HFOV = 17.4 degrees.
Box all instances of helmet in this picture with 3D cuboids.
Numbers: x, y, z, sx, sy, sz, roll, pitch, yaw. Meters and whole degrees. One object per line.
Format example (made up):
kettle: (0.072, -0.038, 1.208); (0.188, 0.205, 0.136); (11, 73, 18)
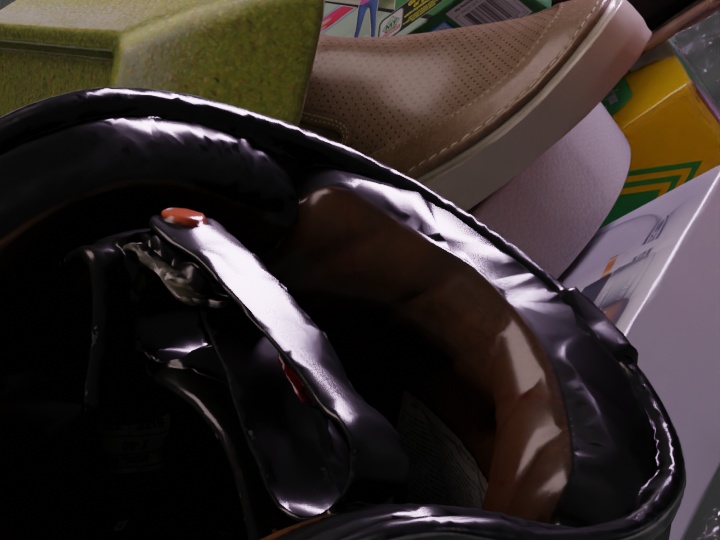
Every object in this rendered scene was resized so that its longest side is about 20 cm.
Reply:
helmet: (-0.043, 0.080, 0.498); (0.191, 0.200, 0.200); (-58, 3, 23)

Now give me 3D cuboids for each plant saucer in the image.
plant saucer: (-0.094, -0.003, 0.739); (0.200, 0.048, 0.200); (14, 91, 63)

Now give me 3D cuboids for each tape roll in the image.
tape roll: (0.000, 0.000, 0.794); (0.203, 0.037, 0.203); (-35, 15, 11)

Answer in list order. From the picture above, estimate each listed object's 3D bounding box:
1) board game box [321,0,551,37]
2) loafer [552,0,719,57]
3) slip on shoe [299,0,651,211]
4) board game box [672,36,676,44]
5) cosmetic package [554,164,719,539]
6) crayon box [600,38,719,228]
board game box: (-0.007, -0.099, 0.883); (0.200, 0.029, 0.135); (-33, 36, 36)
loafer: (0.064, -0.090, 0.874); (0.200, 0.072, 0.063); (-29, 21, 17)
slip on shoe: (0.000, -0.047, 0.742); (0.200, 0.061, 0.076); (-23, 20, 44)
board game box: (0.065, -0.089, 1.023); (0.105, 0.023, 0.200); (-35, -16, 18)
cosmetic package: (0.036, 0.062, 0.689); (0.151, 0.052, 0.200); (-32, 13, 38)
crayon box: (0.062, -0.023, 0.918); (0.172, 0.058, 0.200); (-34, 13, 10)
